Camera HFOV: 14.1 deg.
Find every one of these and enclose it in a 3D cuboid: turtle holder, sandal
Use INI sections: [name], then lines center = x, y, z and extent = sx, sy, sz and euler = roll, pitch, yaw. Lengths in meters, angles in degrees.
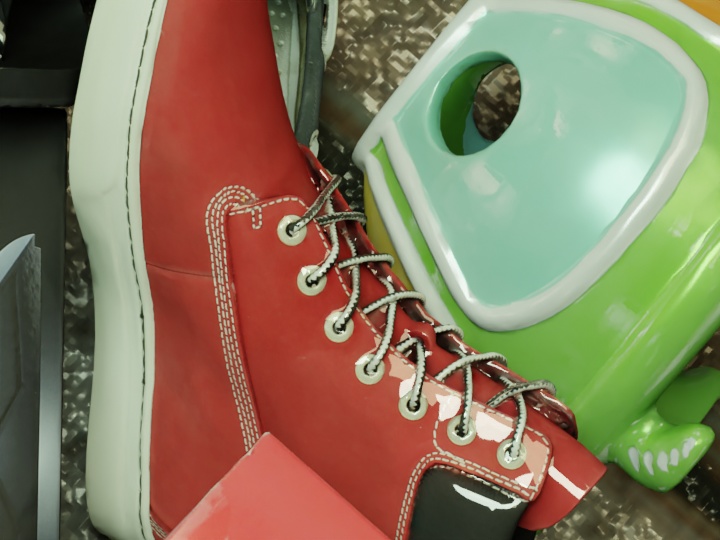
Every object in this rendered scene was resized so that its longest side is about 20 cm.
[turtle holder]
center = 0.061, -0.007, 0.857
extent = 0.132, 0.186, 0.141
euler = 40, 33, 3
[sandal]
center = -0.106, -0.087, 0.813
extent = 0.075, 0.200, 0.045
euler = 7, 110, -3

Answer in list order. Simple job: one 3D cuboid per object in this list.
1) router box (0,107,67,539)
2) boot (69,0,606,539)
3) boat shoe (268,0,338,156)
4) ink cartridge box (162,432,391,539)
[router box]
center = -0.155, 0.052, 0.732
extent = 0.156, 0.052, 0.201
euler = 5, 66, -13
[boot]
center = 0.000, 0.000, 0.770
extent = 0.144, 0.201, 0.072
euler = 13, 32, 22
[boat shoe]
center = -0.039, -0.084, 0.890
extent = 0.075, 0.060, 0.201
euler = 2, 69, -13
[ink cartridge box]
center = -0.013, 0.118, 0.740
extent = 0.116, 0.200, 0.067
euler = 41, 65, 4
